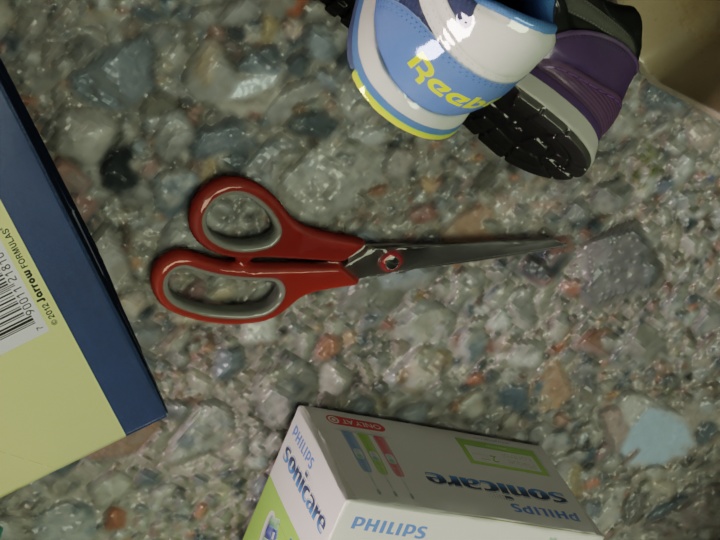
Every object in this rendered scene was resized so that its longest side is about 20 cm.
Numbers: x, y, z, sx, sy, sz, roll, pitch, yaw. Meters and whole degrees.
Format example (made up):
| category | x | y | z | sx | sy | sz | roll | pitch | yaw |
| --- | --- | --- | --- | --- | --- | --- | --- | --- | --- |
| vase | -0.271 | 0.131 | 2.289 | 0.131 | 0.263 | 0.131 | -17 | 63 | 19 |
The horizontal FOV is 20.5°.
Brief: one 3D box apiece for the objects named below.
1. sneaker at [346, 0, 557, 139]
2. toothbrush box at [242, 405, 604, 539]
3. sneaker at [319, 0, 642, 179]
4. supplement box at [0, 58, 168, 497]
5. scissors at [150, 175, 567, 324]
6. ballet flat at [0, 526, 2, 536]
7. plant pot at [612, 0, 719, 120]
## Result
| category | x | y | z | sx | sy | sz | roll | pitch | yaw |
| --- | --- | --- | --- | --- | --- | --- | --- | --- | --- |
| sneaker | 0.046 | -0.152 | 0.766 | 0.074 | 0.200 | 0.082 | 12 | 158 | -32 |
| toothbrush box | 0.009 | 0.182 | 1.003 | 0.145 | 0.086 | 0.200 | 11 | 116 | -26 |
| sneaker | 0.040 | -0.132 | 0.852 | 0.200 | 0.076 | 0.088 | 41 | 68 | -25 |
| supplement box | -0.214 | -0.004 | 0.776 | 0.200 | 0.134 | 0.200 | -26 | 125 | -5 |
| scissors | 0.000 | 0.000 | 0.938 | 0.200 | 0.014 | 0.073 | 9 | 113 | -26 |
| ballet flat | -0.229 | 0.190 | 0.938 | 0.069 | 0.069 | 0.200 | 15 | 109 | -28 |
| plant pot | 0.211 | -0.174 | 0.816 | 0.177 | 0.200 | 0.200 | -36 | 126 | -13 |
